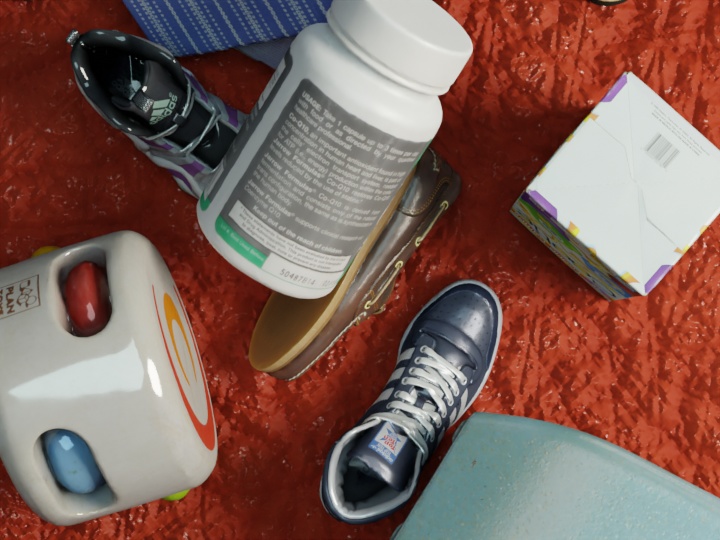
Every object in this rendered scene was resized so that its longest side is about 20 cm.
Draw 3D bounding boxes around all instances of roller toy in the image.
[{"bbox_3d":[-0.188,0.073,1.303,0.138,0.182,0.202,-17,87,2],"label":"roller toy"}]

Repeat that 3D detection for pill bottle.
[{"bbox_3d":[-0.016,-0.091,1.259,0.113,0.113,0.201,35,113,4],"label":"pill bottle"}]

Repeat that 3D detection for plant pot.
[{"bbox_3d":[0.132,0.199,1.287,0.199,0.196,0.197,31,89,13],"label":"plant pot"}]

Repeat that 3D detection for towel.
[{"bbox_3d":[-0.099,-0.219,1.306,0.145,0.199,0.024,58,46,-30],"label":"towel"}]

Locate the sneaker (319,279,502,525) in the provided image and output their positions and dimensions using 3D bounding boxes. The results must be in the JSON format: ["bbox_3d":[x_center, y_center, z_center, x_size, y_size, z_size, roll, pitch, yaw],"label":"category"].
[{"bbox_3d":[0.038,0.095,1.329,0.070,0.109,0.201,33,89,3],"label":"sneaker"}]

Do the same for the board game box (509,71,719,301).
[{"bbox_3d":[0.175,-0.051,1.283,0.105,0.200,0.103,41,90,3],"label":"board game box"}]

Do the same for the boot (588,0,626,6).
[{"bbox_3d":[0.167,-0.298,1.326,0.077,0.138,0.202,-17,86,1],"label":"boot"}]

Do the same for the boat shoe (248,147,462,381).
[{"bbox_3d":[0.000,0.000,1.356,0.070,0.070,0.201,33,97,-37],"label":"boat shoe"}]

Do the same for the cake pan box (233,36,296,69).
[{"bbox_3d":[-0.056,-0.228,1.317,0.199,0.185,0.052,30,52,5],"label":"cake pan box"}]

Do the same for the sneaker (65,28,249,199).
[{"bbox_3d":[-0.128,-0.103,1.328,0.199,0.140,0.078,32,89,4],"label":"sneaker"}]
